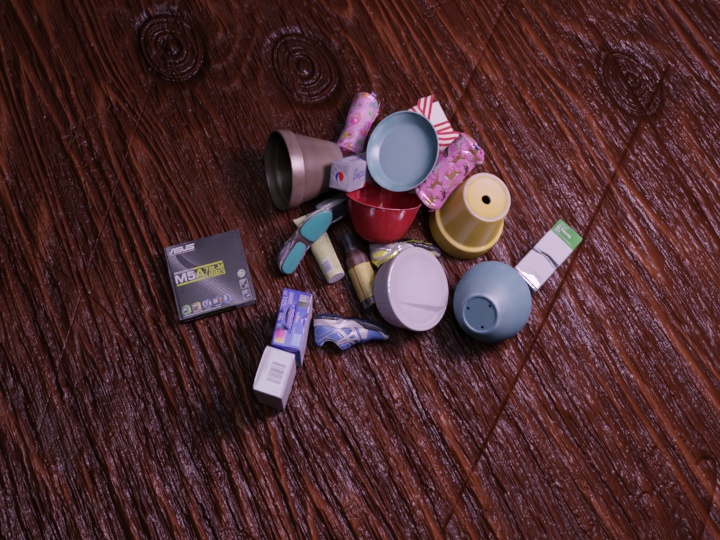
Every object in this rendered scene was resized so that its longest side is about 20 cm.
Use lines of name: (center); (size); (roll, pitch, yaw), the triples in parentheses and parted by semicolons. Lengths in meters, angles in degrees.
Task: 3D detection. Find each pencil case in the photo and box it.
pencil case: (-0.008, -0.400, 1.726); (0.085, 0.088, 0.204); (20, 68, 1)
pencil case: (0.220, -0.244, 1.544); (0.200, 0.082, 0.087); (-47, 42, 16)

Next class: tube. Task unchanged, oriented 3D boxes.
tube: (-0.103, -0.065, 1.620); (0.057, 0.052, 0.203); (-3, 59, -49)

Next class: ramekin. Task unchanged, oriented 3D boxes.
ramekin: (0.119, 0.051, 1.544); (0.198, 0.093, 0.209); (7, 77, -34)

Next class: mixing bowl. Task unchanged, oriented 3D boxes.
mixing bowl: (0.051, -0.137, 1.577); (0.194, 0.201, 0.111); (7, 112, -4)

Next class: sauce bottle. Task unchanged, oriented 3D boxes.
sauce bottle: (0.000, 0.000, 1.597); (0.063, 0.065, 0.205); (-17, 75, -12)

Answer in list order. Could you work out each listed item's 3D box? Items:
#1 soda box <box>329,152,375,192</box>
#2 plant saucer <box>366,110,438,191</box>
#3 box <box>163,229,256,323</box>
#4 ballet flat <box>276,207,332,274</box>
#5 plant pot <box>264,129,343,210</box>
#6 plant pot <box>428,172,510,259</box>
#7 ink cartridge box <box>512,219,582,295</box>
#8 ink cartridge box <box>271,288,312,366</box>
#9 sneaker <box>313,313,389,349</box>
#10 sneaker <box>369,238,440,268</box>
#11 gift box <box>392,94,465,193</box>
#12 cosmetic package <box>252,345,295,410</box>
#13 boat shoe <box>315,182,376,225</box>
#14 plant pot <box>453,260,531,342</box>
soda box: (-0.007, -0.260, 1.619); (0.062, 0.070, 0.199); (16, 22, 23)
plant saucer: (0.109, -0.298, 1.559); (0.195, 0.036, 0.207); (-3, 83, 25)
box: (-0.378, 0.013, 1.557); (0.195, 0.048, 0.198); (-14, 75, -12)
ballet flat: (-0.151, -0.087, 1.586); (0.072, 0.072, 0.202); (38, 93, 8)
plant pot: (-0.141, -0.269, 1.623); (0.169, 0.200, 0.205); (-9, 71, -27)
plant pot: (0.296, -0.153, 1.613); (0.195, 0.189, 0.207); (3, 73, -10)
ink cartridge box: (0.468, -0.016, 1.616); (0.083, 0.147, 0.199); (43, 70, 11)
ink cartridge box: (-0.160, 0.132, 1.459); (0.074, 0.201, 0.140); (11, 69, -2)
sneaker: (-0.024, 0.157, 1.545); (0.194, 0.076, 0.079); (7, 92, -4)
sneaker: (0.116, -0.043, 1.634); (0.194, 0.075, 0.079); (3, 101, -9)
gift box: (0.170, -0.342, 1.672); (0.196, 0.187, 0.188); (-26, 76, -14)
cosmetic package: (-0.194, 0.250, 1.413); (0.072, 0.201, 0.104); (18, 68, 0)
boat shoe: (-0.033, -0.181, 1.660); (0.197, 0.075, 0.062); (-28, 113, -25)
plant pot: (0.308, 0.091, 1.512); (0.195, 0.134, 0.206); (6, 104, 26)
